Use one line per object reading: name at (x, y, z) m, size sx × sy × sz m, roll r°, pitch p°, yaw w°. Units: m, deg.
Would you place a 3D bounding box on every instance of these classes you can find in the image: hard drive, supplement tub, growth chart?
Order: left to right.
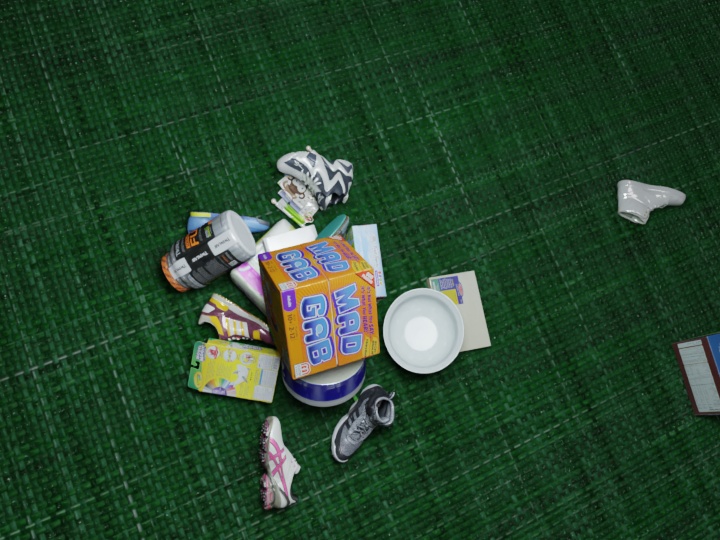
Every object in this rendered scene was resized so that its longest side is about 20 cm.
supplement tub at (-0.351, -0.040, 1.375) m, size 0.198 × 0.122 × 0.124 m, roll -30°, pitch 83°, yaw 9°
hard drive at (-0.142, 0.005, 1.417) m, size 0.130 × 0.026 × 0.204 m, roll -16°, pitch 84°, yaw -18°
growth chart at (-0.142, -0.217, 1.544) m, size 0.143 × 0.018 × 0.202 m, roll 33°, pitch 71°, yaw -2°

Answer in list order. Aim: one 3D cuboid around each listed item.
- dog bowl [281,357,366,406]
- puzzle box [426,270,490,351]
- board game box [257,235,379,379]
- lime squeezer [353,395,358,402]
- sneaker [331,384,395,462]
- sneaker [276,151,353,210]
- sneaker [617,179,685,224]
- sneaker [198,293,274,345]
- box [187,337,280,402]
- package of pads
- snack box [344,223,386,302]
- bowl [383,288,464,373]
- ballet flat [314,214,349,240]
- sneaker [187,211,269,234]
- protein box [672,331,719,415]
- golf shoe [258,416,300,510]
dog bowl at (-0.084, 0.206, 1.371) m, size 0.196 × 0.080 × 0.202 m, roll 2°, pitch 42°, yaw -2°
puzzle box at (0.254, 0.108, 1.545) m, size 0.130 × 0.025 × 0.204 m, roll -8°, pitch 78°, yaw -13°
board game box at (-0.091, 0.070, 1.273) m, size 0.196 × 0.200 × 0.204 m, roll -14°, pitch 117°, yaw -18°
lime squeezer at (-0.077, 0.239, 1.444) m, size 0.198 × 0.038 × 0.071 m, roll 30°, pitch 104°, yaw -4°
sneaker at (0.010, 0.355, 1.381) m, size 0.075 × 0.113 × 0.201 m, roll 40°, pitch 70°, yaw -15°
sneaker at (-0.115, -0.217, 1.498) m, size 0.195 × 0.080 × 0.132 m, roll 9°, pitch 65°, yaw -19°
sneaker at (0.834, -0.183, 1.719) m, size 0.196 × 0.074 × 0.118 m, roll 10°, pitch 76°, yaw 1°
sneaker at (-0.284, 0.140, 1.405) m, size 0.198 × 0.075 × 0.091 m, roll 31°, pitch 80°, yaw 4°
box at (-0.289, 0.228, 1.370) m, size 0.196 × 0.048 × 0.120 m, roll 12°, pitch 99°, yaw -11°
package of pads at (-0.205, -0.008, 1.454) m, size 0.154 × 0.068 × 0.200 m, roll 44°, pitch 71°, yaw 0°
snack box at (0.000, 0.000, 1.425) m, size 0.066 × 0.200 × 0.172 m, roll -4°, pitch 79°, yaw -14°
bowl at (0.152, 0.152, 1.469) m, size 0.196 × 0.090 × 0.206 m, roll 0°, pitch 78°, yaw 2°
ballet flat at (-0.088, -0.045, 1.402) m, size 0.074 × 0.074 × 0.200 m, roll 45°, pitch 74°, yaw 2°
sneaker at (-0.322, -0.099, 1.459) m, size 0.196 × 0.066 × 0.080 m, roll 3°, pitch 91°, yaw -12°
protein box at (0.993, 0.268, 1.605) m, size 0.195 × 0.135 × 0.204 m, roll -10°, pitch 79°, yaw -14°
golf shoe at (-0.184, 0.432, 1.353) m, size 0.090 × 0.072 × 0.205 m, roll -2°, pitch 87°, yaw -18°
